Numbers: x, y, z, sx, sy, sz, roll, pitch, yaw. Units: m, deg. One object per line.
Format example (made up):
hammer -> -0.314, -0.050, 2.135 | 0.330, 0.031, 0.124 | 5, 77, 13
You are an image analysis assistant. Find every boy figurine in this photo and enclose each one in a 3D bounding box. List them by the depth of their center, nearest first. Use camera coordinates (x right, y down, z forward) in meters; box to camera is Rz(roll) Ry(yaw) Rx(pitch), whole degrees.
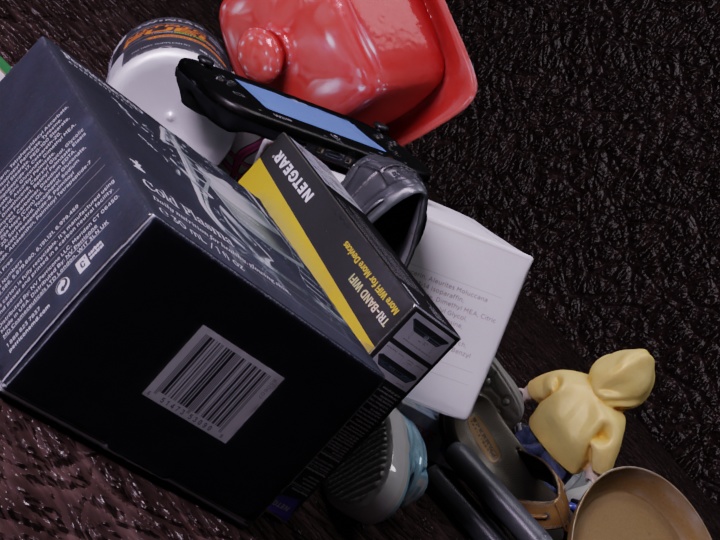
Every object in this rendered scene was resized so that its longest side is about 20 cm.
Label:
boy figurine -> 0.199, 0.145, 1.531 | 0.124, 0.200, 0.064 | 45, 8, 29

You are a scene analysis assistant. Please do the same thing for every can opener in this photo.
can opener -> 0.124, 0.221, 1.289 | 0.200, 0.053, 0.067 | 47, 8, 22

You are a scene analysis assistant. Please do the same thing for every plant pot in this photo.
plant pot -> 0.241, 0.269, 1.379 | 0.198, 0.027, 0.203 | 19, 59, -36

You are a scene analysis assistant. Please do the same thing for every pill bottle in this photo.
pill bottle -> -0.152, -0.142, 1.287 | 0.106, 0.106, 0.200 | 42, 8, -17

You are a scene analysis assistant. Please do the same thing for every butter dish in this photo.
butter dish -> -0.039, -0.181, 1.286 | 0.147, 0.199, 0.202 | -20, 86, -49

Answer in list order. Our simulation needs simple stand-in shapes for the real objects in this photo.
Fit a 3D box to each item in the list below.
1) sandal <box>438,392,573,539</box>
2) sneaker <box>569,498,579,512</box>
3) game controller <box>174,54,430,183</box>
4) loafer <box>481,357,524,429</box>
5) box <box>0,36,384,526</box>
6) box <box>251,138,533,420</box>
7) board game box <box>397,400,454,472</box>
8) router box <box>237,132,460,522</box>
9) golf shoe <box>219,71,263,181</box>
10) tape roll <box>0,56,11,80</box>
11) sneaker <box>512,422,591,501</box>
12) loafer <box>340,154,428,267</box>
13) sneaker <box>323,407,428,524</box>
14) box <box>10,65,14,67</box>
sandal -> 0.142, 0.184, 1.376 | 0.081, 0.054, 0.201 | -33, 92, -40
sneaker -> 0.218, 0.255, 1.494 | 0.115, 0.081, 0.199 | 46, 10, -2
game controller -> -0.040, -0.106, 1.174 | 0.198, 0.043, 0.104 | 16, 9, -36
loafer -> 0.068, 0.064, 1.433 | 0.200, 0.070, 0.070 | 44, 17, -4
box -> -0.120, 0.006, 0.903 | 0.200, 0.124, 0.197 | 37, 9, -43
box -> 0.000, 0.000, 1.222 | 0.198, 0.132, 0.199 | 21, 6, -11
board game box -> 0.018, 0.088, 1.460 | 0.200, 0.041, 0.200 | 51, 10, 34
router box -> -0.048, 0.030, 1.010 | 0.052, 0.157, 0.200 | 35, 12, -43
golf shoe -> -0.120, -0.114, 1.440 | 0.200, 0.091, 0.073 | 103, -29, -68
tape roll -> -0.280, -0.128, 1.022 | 0.200, 0.048, 0.201 | 44, 8, -8
sneaker -> 0.194, 0.197, 1.697 | 0.115, 0.075, 0.200 | 43, 9, 6
loafer -> -0.014, 0.021, 1.079 | 0.068, 0.202, 0.070 | 21, 10, -30
sneaker -> 0.022, 0.135, 1.133 | 0.082, 0.074, 0.200 | 38, 10, -13
box -> -0.200, -0.089, 1.281 | 0.200, 0.036, 0.143 | 42, 9, -9
